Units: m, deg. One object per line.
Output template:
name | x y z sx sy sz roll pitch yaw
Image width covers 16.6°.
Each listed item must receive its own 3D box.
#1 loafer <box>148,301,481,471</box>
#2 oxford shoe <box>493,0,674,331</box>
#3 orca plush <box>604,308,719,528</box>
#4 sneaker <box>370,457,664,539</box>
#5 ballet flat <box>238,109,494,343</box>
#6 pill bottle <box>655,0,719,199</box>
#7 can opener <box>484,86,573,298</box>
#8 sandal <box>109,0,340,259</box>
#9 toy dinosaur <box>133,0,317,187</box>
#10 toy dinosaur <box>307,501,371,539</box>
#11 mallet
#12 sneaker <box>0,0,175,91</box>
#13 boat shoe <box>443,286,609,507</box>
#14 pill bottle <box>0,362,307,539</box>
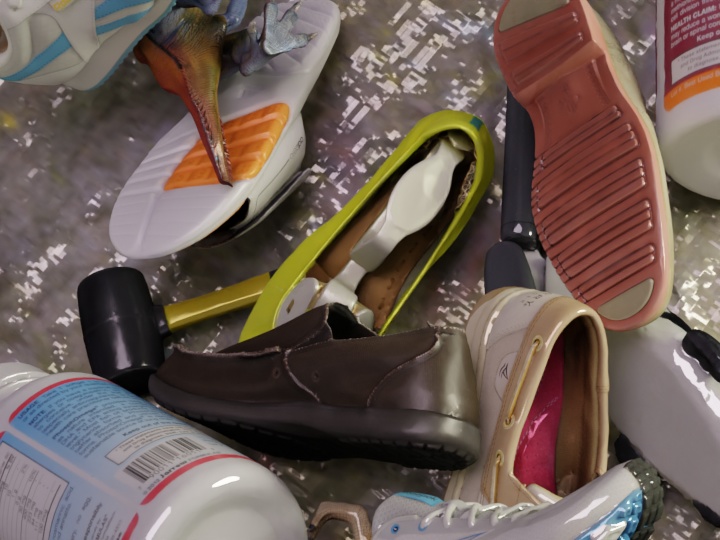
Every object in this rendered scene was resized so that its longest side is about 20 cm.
loafer | -0.017 0.052 1.198 0.199 0.073 0.072 4 73 38
oxford shoe | 0.125 -0.054 1.218 0.071 0.074 0.201 -27 56 27
orca plush | 0.191 0.075 1.186 0.071 0.106 0.200 -22 41 -35
sneaker | 0.048 0.129 1.113 0.200 0.075 0.087 -39 71 29
ballet flat | 0.000 0.000 1.257 0.067 0.067 0.200 37 87 -3
pill bottle | 0.208 -0.146 1.261 0.113 0.114 0.201 -3 65 14
can opener | 0.094 -0.032 1.265 0.053 0.067 0.201 -2 65 13
sandal | -0.057 -0.066 1.329 0.079 0.059 0.207 3 44 34
toy dinosaur | -0.115 -0.137 1.336 0.181 0.105 0.201 -13 44 49
toy dinosaur | 0.019 0.155 1.216 0.101 0.058 0.201 22 75 7
mallet | -0.056 0.002 1.311 0.199 0.041 0.066 -24 65 -1
sneaker | -0.146 -0.158 1.274 0.080 0.200 0.077 1 59 -30
boat shoe | 0.083 0.108 1.162 0.069 0.073 0.201 0 91 55
pill bottle | -0.125 0.115 1.212 0.200 0.109 0.109 24 73 45
